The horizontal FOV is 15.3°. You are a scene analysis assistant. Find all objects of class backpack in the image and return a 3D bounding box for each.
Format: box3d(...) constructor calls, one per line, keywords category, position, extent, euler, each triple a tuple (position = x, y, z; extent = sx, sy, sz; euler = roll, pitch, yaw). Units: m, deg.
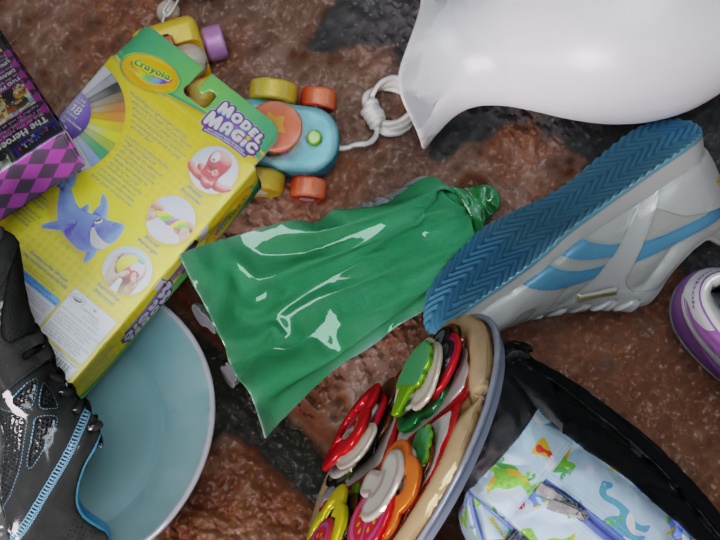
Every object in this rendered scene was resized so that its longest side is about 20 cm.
box3d(category="backpack", position=(0.134, 0.147, 1.526), extent=(0.199, 0.163, 0.154), euler=(26, 90, -1))

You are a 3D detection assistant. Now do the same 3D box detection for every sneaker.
box3d(category="sneaker", position=(0.267, 0.069, 1.545), extent=(0.200, 0.114, 0.073), euler=(33, 82, -1))
box3d(category="sneaker", position=(0.129, -0.005, 1.575), extent=(0.199, 0.077, 0.081), euler=(-31, 116, -6))
box3d(category="sneaker", position=(-0.185, 0.072, 1.507), extent=(0.081, 0.073, 0.201), euler=(-5, 99, -1))

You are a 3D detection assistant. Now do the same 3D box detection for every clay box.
box3d(category="clay box", position=(-0.147, -0.034, 1.576), extent=(0.115, 0.048, 0.200), euler=(38, 79, 12))

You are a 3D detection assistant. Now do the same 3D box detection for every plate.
box3d(category="plate", position=(-0.181, 0.095, 1.579), extent=(0.199, 0.026, 0.201), euler=(-4, 60, 6))

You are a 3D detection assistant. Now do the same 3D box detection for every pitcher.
box3d(category="pitcher", position=(0.124, -0.166, 1.602), extent=(0.199, 0.121, 0.173), euler=(-8, 64, 11))

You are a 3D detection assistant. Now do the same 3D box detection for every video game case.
box3d(category="video game case", position=(-0.279, -0.064, 1.578), extent=(0.199, 0.036, 0.181), euler=(-34, 43, -4))

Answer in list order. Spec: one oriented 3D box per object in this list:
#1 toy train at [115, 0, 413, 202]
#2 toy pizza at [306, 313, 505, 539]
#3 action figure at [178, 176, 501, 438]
box3d(category="toy train", position=(-0.064, -0.138, 1.624), extent=(0.150, 0.056, 0.200), euler=(-43, 81, -6))
box3d(category="toy pizza", position=(0.013, 0.108, 1.484), extent=(0.032, 0.200, 0.201), euler=(31, 81, -14))
box3d(category="action figure", position=(0.000, 0.000, 1.588), extent=(0.199, 0.055, 0.119), euler=(-27, 103, -17))
